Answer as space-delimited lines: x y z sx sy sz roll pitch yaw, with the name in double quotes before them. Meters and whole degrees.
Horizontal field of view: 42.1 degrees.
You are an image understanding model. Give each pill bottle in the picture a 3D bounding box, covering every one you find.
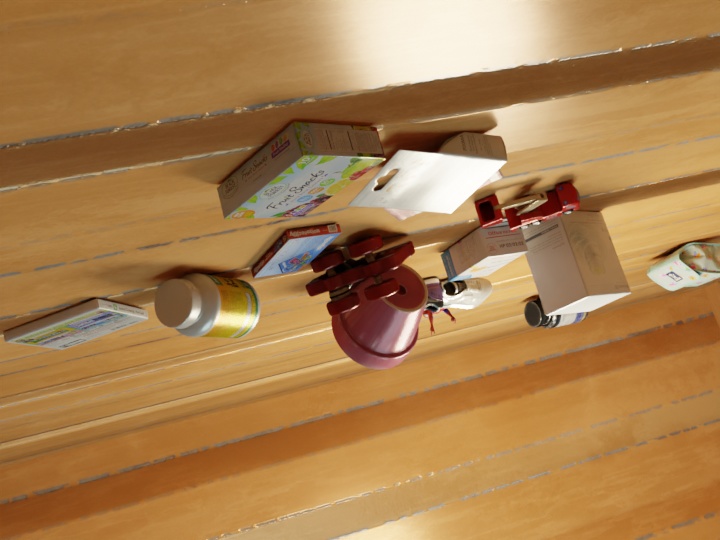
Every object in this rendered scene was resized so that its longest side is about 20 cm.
"pill bottle" 0.633 0.127 3.035 0.198 0.113 0.112 -8 165 -29
"pill bottle" -0.276 0.064 1.682 0.112 0.114 0.199 -22 166 24

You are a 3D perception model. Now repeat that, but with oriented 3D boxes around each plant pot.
"plant pot" 0.055 0.085 2.039 0.198 0.201 0.180 -8 149 -31

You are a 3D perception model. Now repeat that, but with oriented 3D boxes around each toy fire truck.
"toy fire truck" 0.000 0.000 1.802 0.198 0.113 0.168 -20 -175 19
"toy fire truck" 0.322 -0.123 1.783 0.198 0.049 0.141 -18 166 8

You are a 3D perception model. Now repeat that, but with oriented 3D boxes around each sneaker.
"sneaker" 0.109 0.080 2.262 0.198 0.089 0.076 -13 167 -13
"sneaker" 0.264 0.051 2.380 0.198 0.077 0.081 -10 156 -31

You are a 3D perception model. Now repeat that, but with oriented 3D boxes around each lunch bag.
"lunch bag" 1.021 -0.013 2.926 0.198 0.124 0.170 -2 165 -21

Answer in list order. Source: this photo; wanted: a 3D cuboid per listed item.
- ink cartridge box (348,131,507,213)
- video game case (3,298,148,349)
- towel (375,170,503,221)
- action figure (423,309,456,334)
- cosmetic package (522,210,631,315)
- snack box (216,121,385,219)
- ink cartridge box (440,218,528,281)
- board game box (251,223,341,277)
"ink cartridge box" 0.098 -0.149 1.404 0.198 0.058 0.163 5 150 -30
"video game case" -0.522 0.101 1.733 0.198 0.022 0.182 -19 167 12
"towel" 0.129 -0.142 1.538 0.198 0.023 0.144 -22 164 14
"action figure" 0.244 0.111 2.545 0.065 0.100 0.199 -2 163 -42
"cosmetic package" 0.473 -0.018 2.063 0.122 0.202 0.198 -27 164 39
"snack box" -0.083 -0.130 1.258 0.141 0.054 0.199 -3 161 -40
"ink cartridge box" 0.274 -0.045 2.000 0.114 0.069 0.200 -9 164 -30
"board game box" -0.118 -0.034 1.679 0.102 0.020 0.200 -8 164 -28
